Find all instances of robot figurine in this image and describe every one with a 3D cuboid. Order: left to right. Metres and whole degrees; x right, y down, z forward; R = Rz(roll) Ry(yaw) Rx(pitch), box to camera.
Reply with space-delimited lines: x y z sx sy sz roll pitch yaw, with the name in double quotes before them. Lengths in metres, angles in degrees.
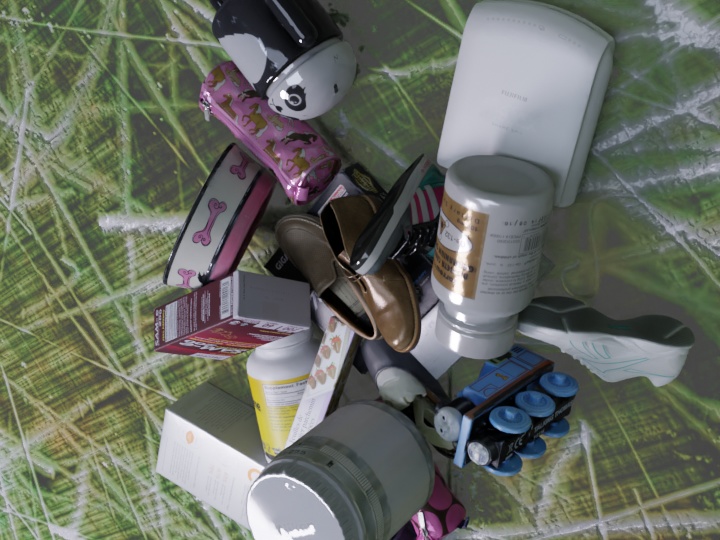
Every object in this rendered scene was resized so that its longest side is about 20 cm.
"robot figurine" -0.094 -0.270 1.213 0.125 0.150 0.200 -38 88 24

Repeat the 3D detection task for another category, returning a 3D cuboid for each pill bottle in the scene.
"pill bottle" -0.091 0.160 1.402 0.112 0.112 0.200 1 110 31
"pill bottle" 0.135 -0.012 1.110 0.114 0.114 0.200 20 123 23

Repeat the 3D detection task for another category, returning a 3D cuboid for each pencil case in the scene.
"pencil case" -0.112 -0.170 1.280 0.087 0.083 0.200 -45 75 -3
"pencil case" 0.058 0.265 1.368 0.091 0.094 0.200 -34 90 36

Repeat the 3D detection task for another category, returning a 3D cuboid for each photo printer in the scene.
"photo printer" 0.177 -0.186 1.118 0.166 0.069 0.200 23 121 21

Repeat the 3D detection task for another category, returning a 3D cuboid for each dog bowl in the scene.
"dog bowl" -0.174 -0.058 1.319 0.074 0.200 0.200 27 124 -4

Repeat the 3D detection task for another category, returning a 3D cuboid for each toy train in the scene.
"toy train" 0.168 0.161 1.197 0.114 0.200 0.087 25 122 33

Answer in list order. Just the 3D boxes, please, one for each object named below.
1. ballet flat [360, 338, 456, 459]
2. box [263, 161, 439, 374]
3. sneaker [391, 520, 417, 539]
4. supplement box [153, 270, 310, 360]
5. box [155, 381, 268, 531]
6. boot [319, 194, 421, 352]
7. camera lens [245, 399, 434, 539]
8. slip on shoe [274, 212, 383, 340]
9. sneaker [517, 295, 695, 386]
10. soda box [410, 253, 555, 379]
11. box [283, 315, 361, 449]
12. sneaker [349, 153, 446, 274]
"ballet flat" 0.072 0.163 1.301 0.073 0.073 0.200 -30 109 37
"box" 0.000 0.000 1.320 0.199 0.050 0.200 47 126 5
"sneaker" 0.021 0.370 1.374 0.077 0.202 0.146 -36 91 20
"supplement box" -0.163 0.060 1.297 0.200 0.109 0.061 -22 64 47
"box" -0.186 0.273 1.517 0.200 0.097 0.124 27 121 20
"boot" 0.007 0.005 1.201 0.074 0.075 0.200 -36 67 40
"camera lens" -0.018 0.258 1.232 0.160 0.200 0.160 15 117 31
"slip on shoe" -0.035 0.009 1.277 0.200 0.061 0.076 47 125 6
"sneaker" 0.265 0.085 1.167 0.200 0.070 0.080 13 127 12
"soda box" 0.138 0.042 1.242 0.068 0.063 0.200 46 126 7
"box" -0.047 0.153 1.322 0.039 0.041 0.200 24 101 19
"sneaker" 0.072 -0.036 1.180 0.121 0.200 0.084 39 137 -7
